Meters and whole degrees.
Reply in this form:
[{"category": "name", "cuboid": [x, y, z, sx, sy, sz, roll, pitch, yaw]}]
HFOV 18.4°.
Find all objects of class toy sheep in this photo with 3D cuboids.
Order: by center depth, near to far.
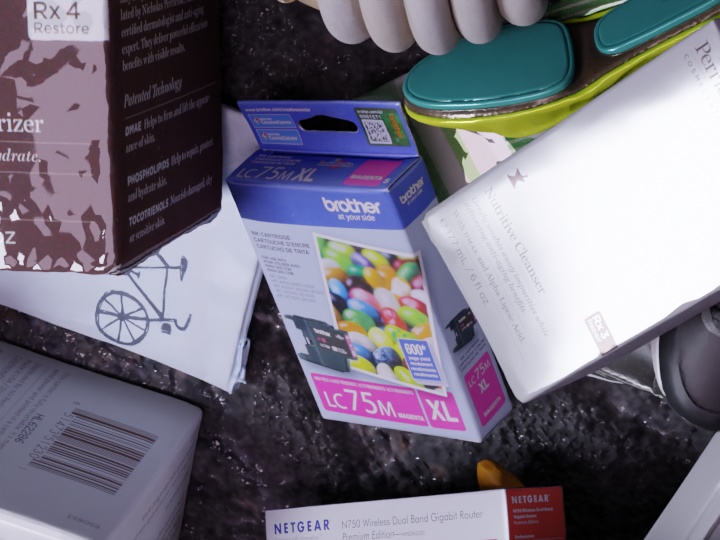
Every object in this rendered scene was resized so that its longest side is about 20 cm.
[{"category": "toy sheep", "cuboid": [0.039, -0.174, 1.110, 0.199, 0.138, 0.138, -3, 114, 13]}]

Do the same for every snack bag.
[{"category": "snack bag", "cuboid": [-0.138, -0.040, 1.294, 0.200, 0.021, 0.189, 20, 120, 9]}]

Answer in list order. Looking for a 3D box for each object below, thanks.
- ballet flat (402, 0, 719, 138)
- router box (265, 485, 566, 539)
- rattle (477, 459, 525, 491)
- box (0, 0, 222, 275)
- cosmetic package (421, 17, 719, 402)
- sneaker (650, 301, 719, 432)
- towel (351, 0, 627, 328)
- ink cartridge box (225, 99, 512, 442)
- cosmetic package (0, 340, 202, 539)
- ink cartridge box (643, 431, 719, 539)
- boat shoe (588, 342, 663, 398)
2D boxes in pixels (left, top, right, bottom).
[{"category": "ballet flat", "cuboid": [0.121, -0.099, 1.127, 0.200, 0.067, 0.067, -19, 131, 21]}, {"category": "router box", "cuboid": [0.033, 0.218, 1.259, 0.200, 0.049, 0.180, -10, 80, 46]}, {"category": "rattle", "cuboid": [0.071, 0.236, 1.275, 0.143, 0.130, 0.200, 35, 106, -19]}, {"category": "box", "cuboid": [-0.175, -0.114, 1.166, 0.165, 0.164, 0.201, 3, 104, 16]}, {"category": "cosmetic package", "cuboid": [0.140, -0.030, 1.070, 0.200, 0.081, 0.113, -37, 78, 40]}, {"category": "sneaker", "cuboid": [0.205, -0.013, 1.106, 0.076, 0.088, 0.200, 20, 94, -10]}, {"category": "towel", "cuboid": [0.112, -0.064, 1.184, 0.200, 0.023, 0.153, -24, 101, 23]}, {"category": "ink cartridge box", "cuboid": [0.000, 0.000, 1.218, 0.119, 0.042, 0.200, 6, 126, 40]}, {"category": "cosmetic package", "cuboid": [-0.210, 0.178, 1.338, 0.166, 0.167, 0.200, 17, 118, 9]}, {"category": "ink cartridge box", "cuboid": [0.245, 0.194, 1.189, 0.200, 0.148, 0.086, 41, 157, -7]}, {"category": "boat shoe", "cuboid": [0.186, 0.038, 1.196, 0.199, 0.064, 0.071, 1, 115, 19]}]
